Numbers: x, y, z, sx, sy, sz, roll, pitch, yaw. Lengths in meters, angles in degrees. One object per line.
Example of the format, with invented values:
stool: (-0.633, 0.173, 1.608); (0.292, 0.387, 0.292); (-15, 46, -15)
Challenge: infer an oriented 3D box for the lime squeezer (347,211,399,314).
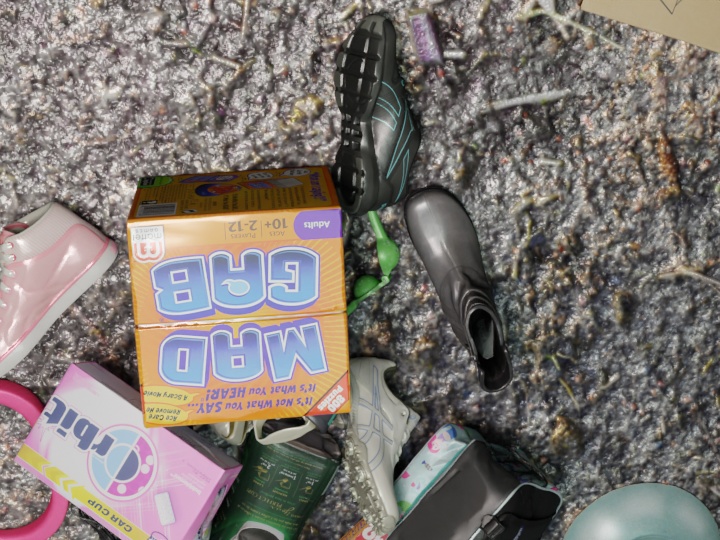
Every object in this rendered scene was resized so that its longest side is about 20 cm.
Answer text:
lime squeezer: (0.000, 0.000, 1.635); (0.070, 0.038, 0.202); (15, 108, -13)

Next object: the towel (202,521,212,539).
towel: (-0.205, 0.303, 1.648); (0.048, 0.171, 0.201); (25, 105, -13)

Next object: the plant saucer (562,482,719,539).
plant saucer: (0.329, 0.345, 1.808); (0.199, 0.039, 0.203); (-2, 111, -6)

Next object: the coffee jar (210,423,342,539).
coffee jar: (-0.104, 0.261, 1.691); (0.104, 0.085, 0.201); (23, 105, -11)

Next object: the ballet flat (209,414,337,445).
ballet flat: (-0.111, 0.146, 1.610); (0.198, 0.073, 0.074); (-2, 115, 27)

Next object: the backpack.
backpack: (0.120, 0.263, 1.680); (0.178, 0.151, 0.199); (-51, 148, 12)

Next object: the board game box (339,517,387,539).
board game box: (-0.009, 0.356, 1.774); (0.200, 0.030, 0.095); (-43, 109, 11)

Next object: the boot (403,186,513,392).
boot: (0.110, 0.016, 1.605); (0.069, 0.132, 0.201); (-26, 112, 3)

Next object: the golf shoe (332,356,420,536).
golf shoe: (0.023, 0.176, 1.634); (0.096, 0.201, 0.078); (-9, 153, -15)

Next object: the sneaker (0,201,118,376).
sneaker: (-0.348, 0.015, 1.572); (0.200, 0.075, 0.105); (-46, 114, 2)

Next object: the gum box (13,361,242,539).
gum box: (-0.222, 0.191, 1.521); (0.199, 0.066, 0.114); (33, 95, 11)

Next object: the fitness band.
fitness band: (-0.389, 0.211, 1.661); (0.142, 0.037, 0.202); (-13, 113, -3)

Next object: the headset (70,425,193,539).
headset: (-0.243, 0.222, 1.643); (0.094, 0.123, 0.200); (54, 130, 9)

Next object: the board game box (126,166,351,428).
board game box: (-0.117, 0.019, 1.525); (0.198, 0.200, 0.202); (-4, 105, -4)

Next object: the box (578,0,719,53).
box: (0.339, -0.314, 1.573); (0.198, 0.021, 0.165); (15, 107, -14)

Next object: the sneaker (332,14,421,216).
sneaker: (0.018, -0.157, 1.573); (0.079, 0.075, 0.202); (-5, 109, -34)
